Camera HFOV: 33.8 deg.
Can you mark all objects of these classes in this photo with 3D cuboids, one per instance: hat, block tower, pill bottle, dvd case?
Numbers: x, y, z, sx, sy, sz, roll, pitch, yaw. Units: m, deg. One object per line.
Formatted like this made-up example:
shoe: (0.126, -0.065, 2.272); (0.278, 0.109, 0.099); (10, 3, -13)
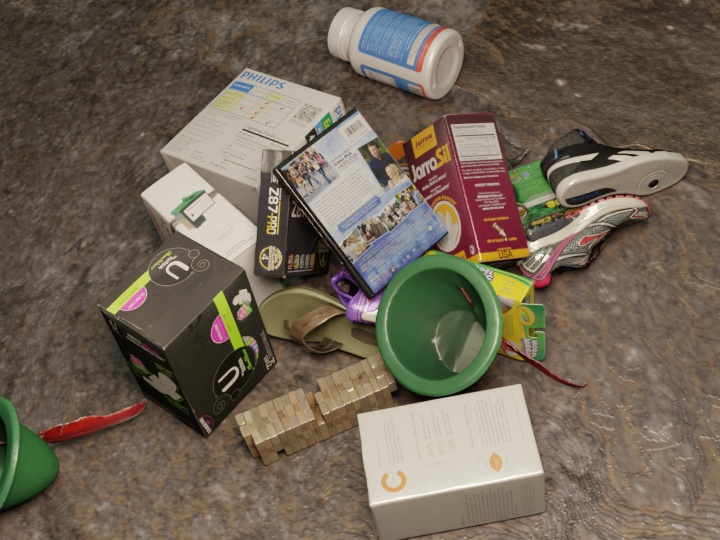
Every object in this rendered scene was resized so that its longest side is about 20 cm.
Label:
hat: (-0.403, 0.254, 1.506); (0.200, 0.176, 0.166); (-26, 57, 36)
block tower: (-0.051, 0.175, 1.488); (0.199, 0.058, 0.054); (-24, 51, -6)
hat: (0.138, 0.091, 1.478); (0.165, 0.176, 0.200); (-37, 62, 18)
pill bottle: (0.052, -0.348, 1.857); (0.199, 0.112, 0.112); (24, 59, 26)
dvd case: (0.002, -0.085, 1.479); (0.143, 0.018, 0.200); (-39, 95, -24)

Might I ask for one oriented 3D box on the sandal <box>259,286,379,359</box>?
sandal: (-0.046, 0.075, 1.545); (0.200, 0.080, 0.057); (13, 29, 19)

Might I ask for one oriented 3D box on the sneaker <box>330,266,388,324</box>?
sneaker: (0.000, 0.000, 1.548); (0.083, 0.081, 0.200); (1, 30, -8)

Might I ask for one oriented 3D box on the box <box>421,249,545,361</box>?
box: (0.147, 0.043, 1.516); (0.199, 0.118, 0.048); (20, 53, 24)

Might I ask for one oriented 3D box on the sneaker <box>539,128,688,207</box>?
sneaker: (0.349, -0.160, 1.657); (0.199, 0.073, 0.112); (-11, 50, -14)

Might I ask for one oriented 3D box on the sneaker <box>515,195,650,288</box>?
sneaker: (0.299, -0.041, 1.592); (0.199, 0.081, 0.075); (-24, 79, -8)

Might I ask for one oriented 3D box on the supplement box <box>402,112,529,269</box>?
supplement box: (0.138, -0.095, 1.569); (0.085, 0.110, 0.201); (-7, 78, -32)

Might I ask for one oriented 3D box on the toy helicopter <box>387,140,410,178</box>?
toy helicopter: (0.065, -0.141, 1.715); (0.199, 0.079, 0.132); (-26, 37, -17)

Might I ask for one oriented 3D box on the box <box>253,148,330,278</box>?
box: (-0.083, -0.074, 1.569); (0.049, 0.200, 0.162); (4, 92, 15)

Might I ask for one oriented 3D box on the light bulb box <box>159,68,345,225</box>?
light bulb box: (-0.143, -0.169, 1.731); (0.198, 0.125, 0.200); (22, 58, 33)

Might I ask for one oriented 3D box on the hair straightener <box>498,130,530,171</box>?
hair straightener: (0.158, -0.168, 1.687); (0.199, 0.041, 0.077); (-14, 88, -28)

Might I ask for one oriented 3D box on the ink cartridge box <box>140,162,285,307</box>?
ink cartridge box: (-0.200, -0.033, 1.628); (0.084, 0.146, 0.200); (-38, 53, -17)

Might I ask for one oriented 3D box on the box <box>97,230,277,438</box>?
box: (-0.213, 0.081, 1.501); (0.124, 0.200, 0.149); (28, 61, 29)

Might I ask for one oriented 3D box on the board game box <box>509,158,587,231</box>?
board game box: (0.209, -0.094, 1.678); (0.199, 0.024, 0.105); (-19, 48, -4)

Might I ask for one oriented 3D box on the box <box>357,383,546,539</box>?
box: (0.105, 0.226, 1.388); (0.199, 0.098, 0.125); (-10, 50, 2)
